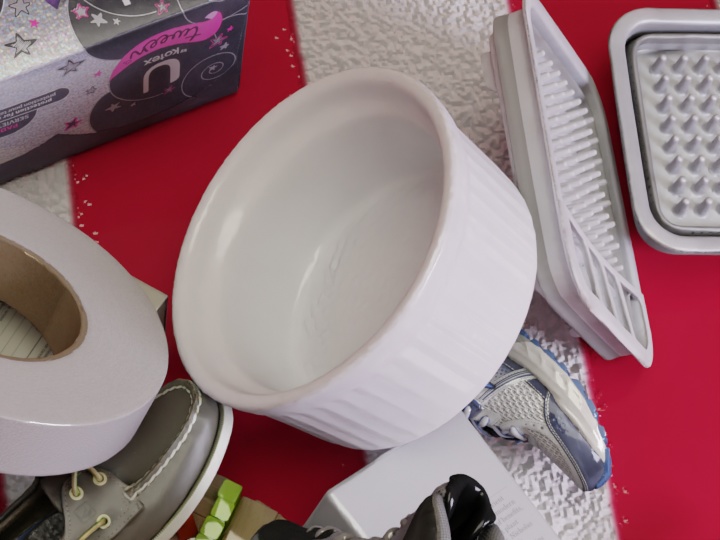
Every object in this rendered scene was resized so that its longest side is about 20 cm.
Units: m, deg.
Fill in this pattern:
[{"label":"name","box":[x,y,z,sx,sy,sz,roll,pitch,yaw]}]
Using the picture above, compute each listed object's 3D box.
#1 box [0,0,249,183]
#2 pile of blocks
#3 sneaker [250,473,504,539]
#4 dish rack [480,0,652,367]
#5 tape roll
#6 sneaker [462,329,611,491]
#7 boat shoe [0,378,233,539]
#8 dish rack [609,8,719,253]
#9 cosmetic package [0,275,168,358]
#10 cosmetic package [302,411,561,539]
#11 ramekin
[{"label":"box","box":[-0.178,-0.146,1.090,0.199,0.132,0.115,-24,72,-17]},{"label":"pile of blocks","box":[-0.055,0.173,1.007,0.082,0.062,0.200,-38,77,-21]},{"label":"sneaker","box":[0.017,0.144,0.907,0.075,0.200,0.116,31,93,-30]},{"label":"dish rack","box":[0.119,-0.048,1.086,0.043,0.172,0.201,-15,66,20]},{"label":"tape roll","box":[-0.195,0.022,0.924,0.202,0.037,0.203,24,28,-13]},{"label":"sneaker","box":[0.061,0.067,1.072,0.085,0.077,0.200,-43,70,-12]},{"label":"boat shoe","box":[-0.152,0.132,0.975,0.202,0.060,0.072,-46,39,-2]},{"label":"dish rack","box":[0.256,-0.083,1.167,0.199,0.044,0.172,0,67,-12]},{"label":"cosmetic package","box":[-0.221,0.019,1.046,0.199,0.073,0.104,30,66,5]},{"label":"cosmetic package","box":[0.067,0.189,1.001,0.101,0.071,0.200,-29,74,-31]},{"label":"ramekin","box":[0.000,0.000,0.998,0.098,0.200,0.201,34,57,-40]}]
